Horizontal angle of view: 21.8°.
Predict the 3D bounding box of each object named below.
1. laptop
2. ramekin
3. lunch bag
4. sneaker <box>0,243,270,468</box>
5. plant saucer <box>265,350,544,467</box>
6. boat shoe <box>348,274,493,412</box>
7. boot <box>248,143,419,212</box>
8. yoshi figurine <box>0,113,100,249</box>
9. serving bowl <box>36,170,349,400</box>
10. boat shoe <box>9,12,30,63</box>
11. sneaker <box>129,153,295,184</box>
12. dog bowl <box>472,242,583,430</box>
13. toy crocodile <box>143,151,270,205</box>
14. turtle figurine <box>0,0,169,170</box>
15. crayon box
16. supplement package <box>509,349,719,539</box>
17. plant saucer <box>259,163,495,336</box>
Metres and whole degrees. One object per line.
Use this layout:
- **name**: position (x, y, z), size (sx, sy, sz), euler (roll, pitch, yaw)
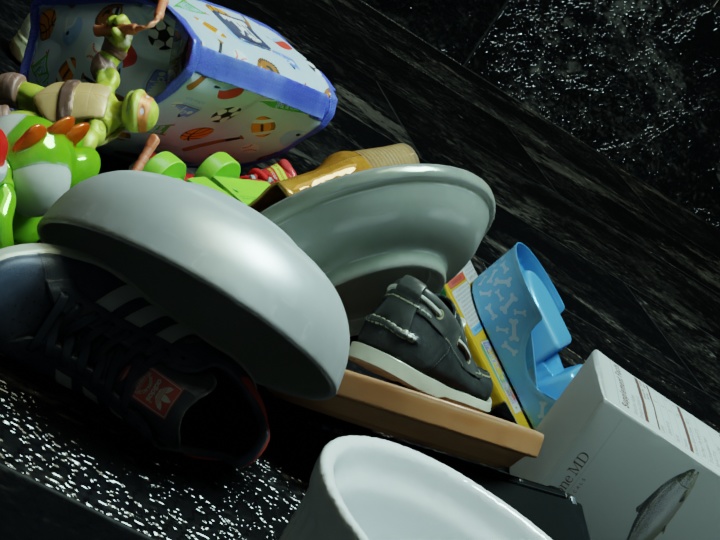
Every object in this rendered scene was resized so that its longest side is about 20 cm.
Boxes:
- **laptop**: position (0.058, 0.174, 1.214), size (0.199, 0.104, 0.177), euler (12, -7, 45)
- **ramekin**: position (0.038, 0.184, 0.947), size (0.200, 0.098, 0.201), euler (32, 14, -9)
- **lunch bag**: position (-0.140, -0.148, 1.442), size (0.199, 0.125, 0.170), euler (4, -7, 42)
- **sneaker**: position (-0.129, 0.052, 1.042), size (0.199, 0.075, 0.085), euler (27, 11, -31)
- **plant saucer**: position (0.021, 0.092, 1.227), size (0.199, 0.032, 0.200), euler (18, -5, 2)
- **boat shoe**: position (0.053, 0.053, 1.241), size (0.071, 0.068, 0.200), euler (18, -6, 22)
- **boot**: position (-0.045, -0.007, 1.332), size (0.144, 0.202, 0.071), euler (-20, 58, -39)
- **yoshi figurine**: position (-0.239, -0.039, 1.113), size (0.111, 0.113, 0.200), euler (-4, 8, 33)
- **serving bowl**: position (-0.087, -0.001, 1.093), size (0.199, 0.066, 0.200), euler (27, -16, 8)
- **boat shoe**: position (-0.206, -0.170, 1.630), size (0.199, 0.065, 0.072), euler (29, 15, -22)
- **sneaker**: position (-0.089, -0.054, 1.443), size (0.199, 0.085, 0.077), euler (26, 15, -34)
- **dog bowl**: position (0.151, 0.077, 1.494), size (0.201, 0.049, 0.111), euler (65, 15, 4)
- **toy crocodile**: position (-0.109, -0.041, 1.311), size (0.067, 0.062, 0.200), euler (39, 18, 19)
- **turtle figurine**: position (-0.205, -0.117, 1.292), size (0.160, 0.065, 0.201), euler (4, 52, 5)
- **crayon box**: position (0.074, 0.044, 1.489), size (0.201, 0.051, 0.126), euler (62, 15, 0)
- **supplement package**: position (0.223, 0.172, 1.381), size (0.199, 0.117, 0.117), euler (33, 15, -6)
- **plant saucer**: position (0.000, 0.000, 1.239), size (0.200, 0.200, 0.050), euler (16, 49, -52)
